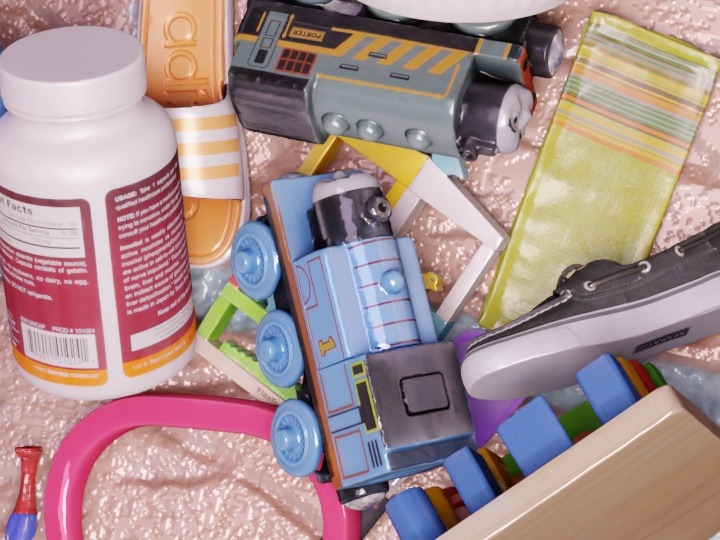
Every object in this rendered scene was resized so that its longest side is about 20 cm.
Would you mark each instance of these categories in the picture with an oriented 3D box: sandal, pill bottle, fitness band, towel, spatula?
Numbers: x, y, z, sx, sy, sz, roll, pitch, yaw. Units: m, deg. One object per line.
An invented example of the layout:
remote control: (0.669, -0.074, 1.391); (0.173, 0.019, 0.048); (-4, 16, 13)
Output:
sandal: (-0.115, -0.105, 1.727); (0.079, 0.059, 0.208); (-5, 85, 15)
pill bottle: (-0.159, -0.035, 1.666); (0.112, 0.113, 0.201); (5, 118, 15)
fitness band: (-0.096, 0.147, 1.708); (0.199, 0.037, 0.145); (4, 90, 20)
towel: (0.140, -0.047, 1.676); (0.086, 0.018, 0.201); (21, 92, 16)
spatula: (0.023, 0.120, 1.693); (0.056, 0.021, 0.200); (43, 98, 13)

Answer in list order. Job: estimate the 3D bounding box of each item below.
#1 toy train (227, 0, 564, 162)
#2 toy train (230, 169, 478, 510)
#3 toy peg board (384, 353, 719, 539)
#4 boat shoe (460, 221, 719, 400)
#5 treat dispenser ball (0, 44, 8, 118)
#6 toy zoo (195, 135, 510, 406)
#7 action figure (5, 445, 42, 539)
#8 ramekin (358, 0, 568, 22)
toy train: (0.017, -0.123, 1.666); (0.199, 0.085, 0.114); (12, 62, 18)
toy train: (-0.005, 0.034, 1.627); (0.114, 0.086, 0.201); (-22, 78, 51)
toy peg board: (0.104, 0.119, 1.591); (0.200, 0.199, 0.098); (-35, 62, 10)
boat shoe: (0.143, 0.022, 1.621); (0.199, 0.069, 0.057); (-17, 69, -18)
treat dispenser ball: (-0.305, -0.089, 1.705); (0.200, 0.201, 0.202); (-1, 86, 15)
toy zoo: (0.000, 0.000, 1.699); (0.131, 0.020, 0.201); (36, 101, 16)
action figure: (-0.230, 0.208, 1.744); (0.065, 0.052, 0.201); (2, 89, 12)
ramekin: (0.057, -0.222, 1.621); (0.199, 0.200, 0.106); (11, 121, 16)
